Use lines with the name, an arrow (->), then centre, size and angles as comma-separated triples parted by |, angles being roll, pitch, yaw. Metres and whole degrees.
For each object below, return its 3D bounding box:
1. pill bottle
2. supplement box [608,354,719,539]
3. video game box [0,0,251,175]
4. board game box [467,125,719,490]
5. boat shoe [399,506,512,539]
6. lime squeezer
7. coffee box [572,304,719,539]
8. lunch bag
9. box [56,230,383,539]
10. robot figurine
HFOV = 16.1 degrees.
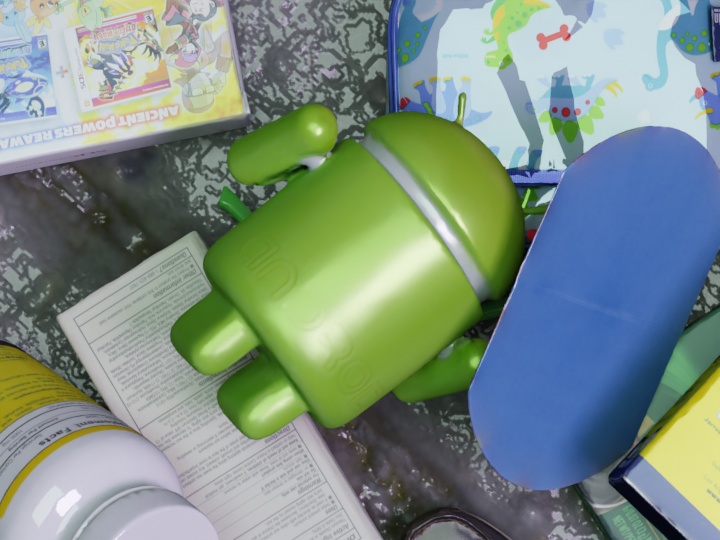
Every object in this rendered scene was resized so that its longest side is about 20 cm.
pill bottle -> -0.164, 0.119, 1.323 | 0.200, 0.112, 0.113 | 30, 84, 43
supplement box -> 0.236, 0.071, 1.319 | 0.109, 0.109, 0.200 | 43, 86, 5
video game box -> -0.173, -0.153, 1.432 | 0.198, 0.047, 0.184 | -11, 82, 1
board game box -> 0.112, 0.014, 1.319 | 0.039, 0.157, 0.201 | 27, 97, 40
boat shoe -> 0.090, 0.214, 1.370 | 0.074, 0.073, 0.201 | -35, 84, -2
lime squeezer -> 0.008, 0.015, 1.420 | 0.198, 0.038, 0.071 | 15, 53, 4
coffee box -> 0.210, 0.081, 1.396 | 0.199, 0.044, 0.124 | -31, 84, -2
lunch bag -> 0.113, -0.086, 1.400 | 0.198, 0.082, 0.162 | 2, 88, 3
box -> -0.074, 0.090, 1.386 | 0.095, 0.078, 0.201 | -30, 84, -2
robot figurine -> 0.000, 0.000, 1.304 | 0.200, 0.116, 0.176 | -38, 104, -6
